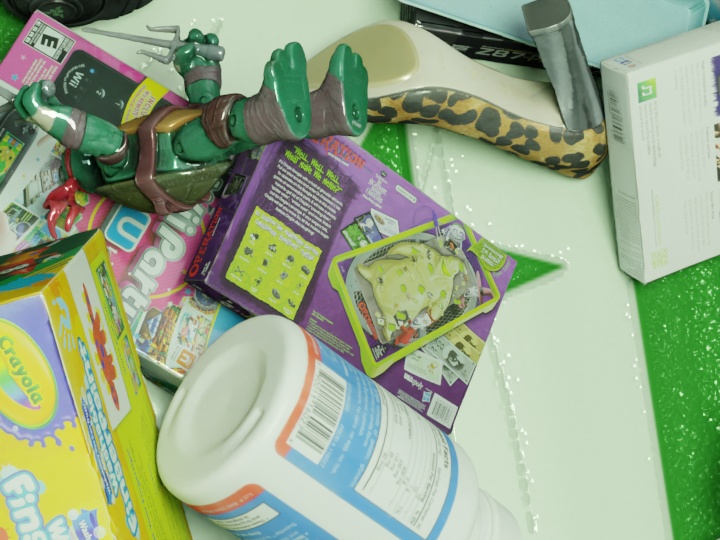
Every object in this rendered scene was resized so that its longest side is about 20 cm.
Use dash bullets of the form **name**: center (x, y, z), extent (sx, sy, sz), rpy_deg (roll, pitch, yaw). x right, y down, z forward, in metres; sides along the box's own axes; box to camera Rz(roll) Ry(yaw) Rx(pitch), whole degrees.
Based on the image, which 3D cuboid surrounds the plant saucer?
- **plant saucer**: center (0.120, -0.167, 1.056), extent (0.198, 0.019, 0.070), rpy_deg (17, 77, -10)

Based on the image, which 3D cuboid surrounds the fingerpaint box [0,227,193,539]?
- **fingerpaint box**: center (-0.151, 0.096, 0.864), extent (0.073, 0.167, 0.202), rpy_deg (-15, 102, 3)

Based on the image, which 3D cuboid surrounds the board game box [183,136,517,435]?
- **board game box**: center (0.000, 0.000, 0.985), extent (0.200, 0.032, 0.121), rpy_deg (34, 74, -33)

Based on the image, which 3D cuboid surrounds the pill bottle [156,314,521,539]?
- **pill bottle**: center (-0.005, 0.120, 0.933), extent (0.200, 0.112, 0.113), rpy_deg (39, 69, -30)

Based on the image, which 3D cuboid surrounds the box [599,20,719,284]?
- **box**: center (0.248, -0.091, 1.070), extent (0.199, 0.036, 0.145), rpy_deg (-19, 119, -17)

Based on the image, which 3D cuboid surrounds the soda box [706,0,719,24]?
- **soda box**: center (0.220, -0.247, 1.084), extent (0.200, 0.063, 0.068), rpy_deg (52, 54, -19)

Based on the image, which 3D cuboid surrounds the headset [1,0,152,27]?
- **headset**: center (-0.190, -0.204, 0.991), extent (0.199, 0.094, 0.124), rpy_deg (-24, 79, -31)

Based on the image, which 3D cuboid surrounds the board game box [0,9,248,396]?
- **board game box**: center (-0.140, -0.034, 0.985), extent (0.199, 0.064, 0.148), rpy_deg (31, 72, -7)

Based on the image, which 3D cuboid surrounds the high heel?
- **high heel**: center (0.054, -0.090, 1.058), extent (0.198, 0.143, 0.072), rpy_deg (-10, 48, 16)

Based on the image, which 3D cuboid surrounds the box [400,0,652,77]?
- **box**: center (0.110, -0.234, 1.100), extent (0.160, 0.049, 0.202), rpy_deg (7, 78, -12)

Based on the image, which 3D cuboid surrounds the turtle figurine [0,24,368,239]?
- **turtle figurine**: center (-0.103, -0.080, 0.907), extent (0.150, 0.199, 0.101), rpy_deg (-45, 124, -56)
